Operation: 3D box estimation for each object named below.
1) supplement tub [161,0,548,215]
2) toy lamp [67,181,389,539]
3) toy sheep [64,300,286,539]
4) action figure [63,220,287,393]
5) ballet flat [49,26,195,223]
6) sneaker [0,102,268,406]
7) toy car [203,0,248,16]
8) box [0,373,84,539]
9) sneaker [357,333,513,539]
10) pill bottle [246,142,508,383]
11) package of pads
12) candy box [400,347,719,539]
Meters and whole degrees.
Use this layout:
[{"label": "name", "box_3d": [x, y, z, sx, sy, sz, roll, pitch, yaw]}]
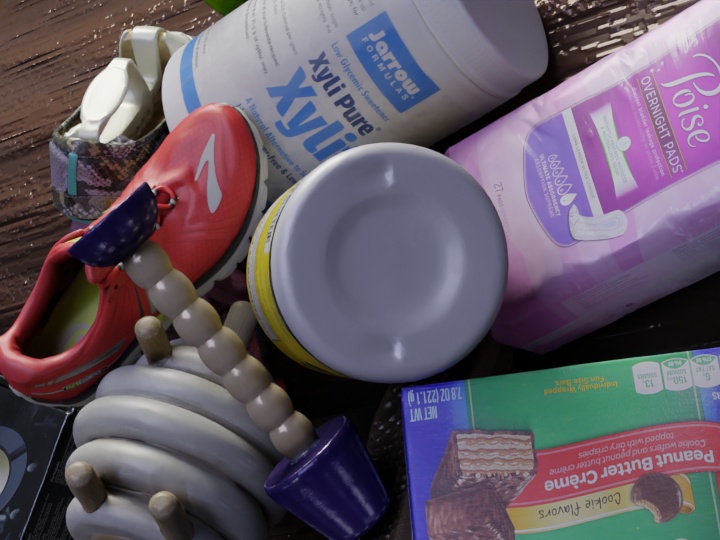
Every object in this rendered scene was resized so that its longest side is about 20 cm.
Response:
[{"label": "supplement tub", "box_3d": [-0.006, -0.120, 0.910, 0.199, 0.132, 0.133, -29, 56, 28]}, {"label": "toy lamp", "box_3d": [-0.061, 0.051, 0.762, 0.058, 0.058, 0.200, -39, 96, 20]}, {"label": "toy sheep", "box_3d": [-0.095, 0.100, 0.841, 0.137, 0.138, 0.201, 2, 53, 39]}, {"label": "action figure", "box_3d": [-0.101, 0.012, 0.980, 0.149, 0.134, 0.200, -31, 57, -28]}, {"label": "ballet flat", "box_3d": [-0.134, -0.110, 0.958, 0.072, 0.072, 0.201, -19, 28, 32]}, {"label": "sneaker", "box_3d": [-0.125, -0.008, 0.848, 0.077, 0.085, 0.200, 36, 91, 22]}, {"label": "toy car", "box_3d": [-0.076, -0.240, 0.969, 0.164, 0.200, 0.158, -43, 51, 17]}, {"label": "box", "box_3d": [-0.242, 0.172, 1.011, 0.163, 0.086, 0.201, 15, 82, 41]}, {"label": "sneaker", "box_3d": [0.045, 0.114, 0.824, 0.070, 0.075, 0.201, -12, 45, 50]}, {"label": "pill bottle", "box_3d": [0.000, 0.000, 0.810, 0.200, 0.114, 0.115, 167, 125, -81]}, {"label": "package of pads", "box_3d": [0.144, -0.048, 0.797, 0.199, 0.076, 0.121, -28, 59, 27]}, {"label": "candy box", "box_3d": [0.110, 0.147, 0.703, 0.168, 0.077, 0.201, -8, 66, 5]}]
